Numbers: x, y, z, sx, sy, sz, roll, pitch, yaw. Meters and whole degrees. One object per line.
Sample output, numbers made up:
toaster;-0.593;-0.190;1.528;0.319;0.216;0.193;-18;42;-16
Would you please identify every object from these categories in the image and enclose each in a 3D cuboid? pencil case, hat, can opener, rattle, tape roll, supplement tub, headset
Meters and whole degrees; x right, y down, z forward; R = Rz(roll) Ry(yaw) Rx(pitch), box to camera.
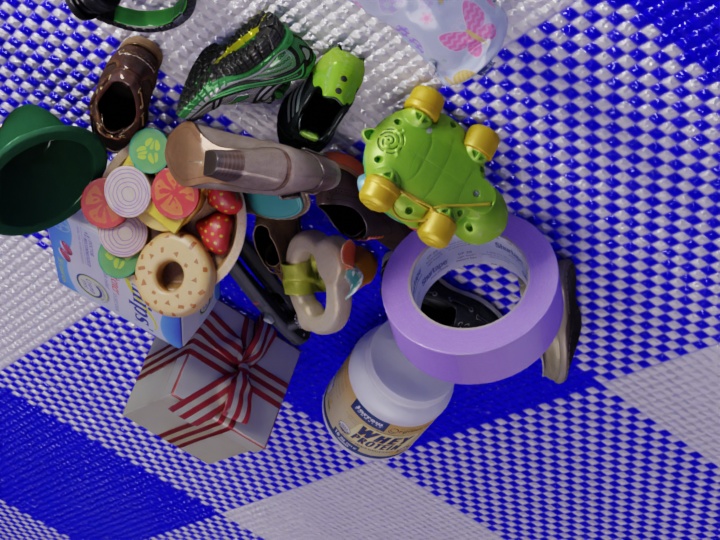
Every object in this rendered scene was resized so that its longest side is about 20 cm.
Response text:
pencil case;0.044;-0.259;1.333;0.200;0.083;0.091;36;122;-22
hat;-0.405;-0.170;1.679;0.165;0.176;0.200;-2;138;-45
can opener;-0.127;0.027;1.871;0.078;0.064;0.200;-5;140;35
rattle;0.000;0.000;1.665;0.142;0.131;0.200;5;157;-25
tape roll;0.127;0.028;1.608;0.200;0.200;0.066;7;145;19
supplement tub;0.040;0.157;1.900;0.144;0.145;0.200;23;148;-6
headset;-0.258;-0.316;1.446;0.200;0.094;0.123;23;147;-34

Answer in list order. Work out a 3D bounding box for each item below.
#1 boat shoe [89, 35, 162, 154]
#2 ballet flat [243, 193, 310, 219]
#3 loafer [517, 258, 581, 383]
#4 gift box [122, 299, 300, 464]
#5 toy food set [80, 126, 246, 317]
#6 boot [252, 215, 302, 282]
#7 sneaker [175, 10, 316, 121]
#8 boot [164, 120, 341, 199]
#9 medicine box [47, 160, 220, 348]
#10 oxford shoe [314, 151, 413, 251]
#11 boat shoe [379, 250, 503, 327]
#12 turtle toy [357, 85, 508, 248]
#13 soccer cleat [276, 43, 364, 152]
boat shoe;-0.278;-0.187;1.629;0.070;0.070;0.200;21;149;-6
ballet flat;-0.121;-0.099;1.674;0.200;0.065;0.071;5;118;40
loafer;0.227;0.058;1.725;0.068;0.076;0.200;10;137;18
gift box;-0.218;0.156;2.002;0.200;0.185;0.187;30;149;-26
toy food set;-0.228;-0.061;1.657;0.198;0.049;0.200;37;108;9
boot;-0.100;-0.019;1.779;0.073;0.076;0.200;7;147;16
sneaker;-0.127;-0.199;1.522;0.085;0.078;0.200;33;147;-29
boot;-0.116;-0.115;1.554;0.146;0.070;0.200;5;-169;-27
medicine box;-0.285;-0.024;1.809;0.200;0.103;0.182;28;149;13
oxford shoe;0.004;-0.058;1.653;0.071;0.073;0.200;-10;148;35
boat shoe;0.103;0.053;1.783;0.199;0.066;0.074;37;143;-26
turtle toy;0.080;-0.095;1.527;0.200;0.146;0.101;32;167;-18
soccer cleat;-0.052;-0.164;1.528;0.067;0.081;0.200;25;150;-9
